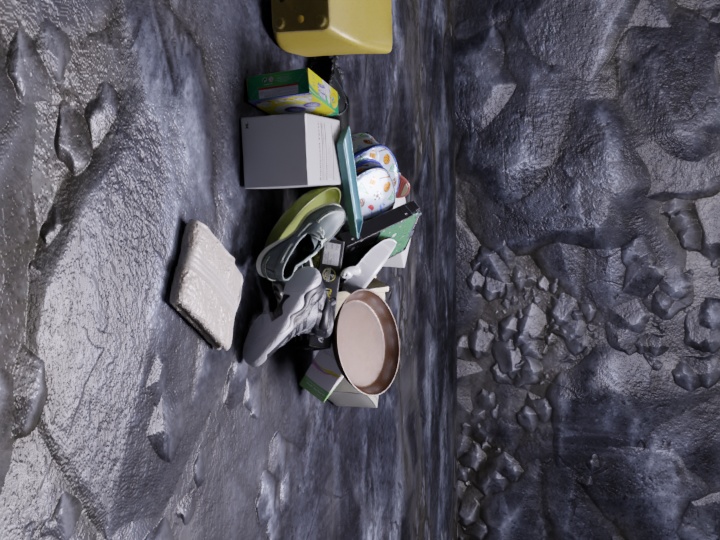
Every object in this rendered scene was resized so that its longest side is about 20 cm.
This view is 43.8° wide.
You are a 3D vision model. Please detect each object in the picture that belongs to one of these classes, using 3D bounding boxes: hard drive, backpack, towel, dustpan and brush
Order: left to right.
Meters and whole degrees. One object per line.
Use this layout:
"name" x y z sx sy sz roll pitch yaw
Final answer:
"towel" -0.227 0.028 1.348 0.201 0.034 0.135 61 33 -61
"backpack" -0.012 -0.177 1.807 0.190 0.153 0.202 -41 143 -20
"dustpan and brush" 0.000 0.000 1.721 0.140 0.057 0.200 -51 -178 16
"hard drive" 0.025 -0.056 1.812 0.198 0.038 0.140 -26 156 -29

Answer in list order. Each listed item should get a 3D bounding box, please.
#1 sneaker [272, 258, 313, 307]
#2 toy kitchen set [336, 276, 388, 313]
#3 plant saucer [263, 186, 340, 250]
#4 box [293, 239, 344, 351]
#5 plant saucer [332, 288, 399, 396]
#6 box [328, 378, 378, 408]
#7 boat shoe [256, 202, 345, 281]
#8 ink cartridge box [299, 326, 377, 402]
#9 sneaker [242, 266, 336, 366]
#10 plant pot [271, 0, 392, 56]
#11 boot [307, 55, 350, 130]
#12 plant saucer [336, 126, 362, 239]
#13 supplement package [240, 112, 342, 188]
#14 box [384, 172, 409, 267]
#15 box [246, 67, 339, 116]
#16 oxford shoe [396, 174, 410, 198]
"sneaker" -0.126 0.021 1.644 0.085 0.073 0.202 -88 -172 -48
"toy kitchen set" -0.055 0.013 1.916 0.200 0.177 0.166 -149 -123 -61
"plant saucer" -0.111 -0.076 1.609 0.200 0.031 0.201 -48 166 -15
"box" -0.081 0.050 1.715 0.161 0.048 0.204 156 -58 -75
"plant saucer" 0.006 0.138 1.709 0.199 0.034 0.204 19 66 -49
"box" -0.013 0.194 2.016 0.128 0.107 0.204 58 36 -64
"boat shoe" -0.087 -0.045 1.522 0.199 0.061 0.074 -38 130 -31
"ink cartridge box" -0.037 0.157 1.782 0.117 0.067 0.201 -49 172 -47
"sneaker" -0.113 0.101 1.554 0.201 0.075 0.114 -54 132 -15
"plant pot" -0.069 -0.490 1.620 0.199 0.192 0.198 -27 118 -62
"boot" -0.062 -0.332 1.851 0.163 0.072 0.202 65 23 -63
"plant saucer" -0.020 -0.162 1.670 0.070 0.019 0.203 -76 162 -56
"supplement package" -0.117 -0.205 1.566 0.200 0.119 0.122 -20 108 -73
"box" 0.026 -0.115 2.047 0.202 0.149 0.107 77 21 -45
"box" -0.113 -0.304 1.580 0.200 0.115 0.049 1 84 -75
"oxford shoe" 0.018 -0.219 1.940 0.075 0.197 0.071 -66 180 -63
